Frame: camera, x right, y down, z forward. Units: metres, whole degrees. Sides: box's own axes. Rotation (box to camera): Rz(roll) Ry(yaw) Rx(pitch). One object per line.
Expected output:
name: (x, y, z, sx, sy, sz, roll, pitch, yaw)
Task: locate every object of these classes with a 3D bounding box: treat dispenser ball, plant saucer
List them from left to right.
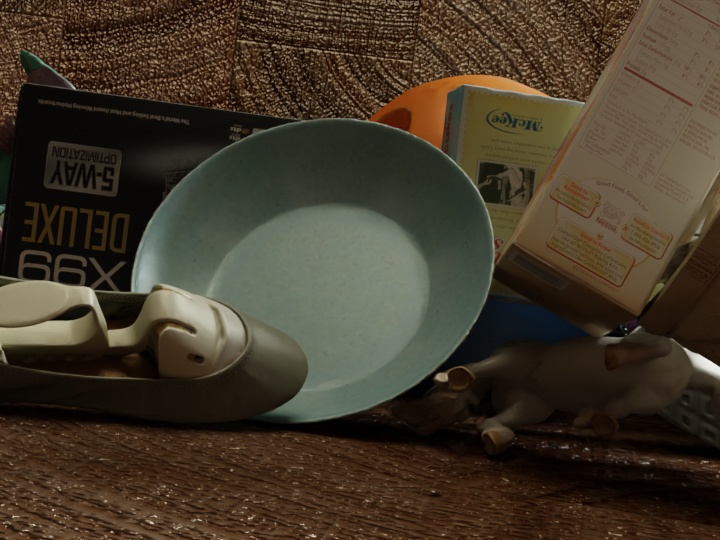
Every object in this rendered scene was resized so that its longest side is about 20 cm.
plant saucer: (-0.024, 0.005, 0.932, 0.199, 0.202, 0.039, 8, -33, 17)
treat dispenser ball: (0.073, -0.023, 1.090, 0.199, 0.203, 0.201, 7, 3, 0)

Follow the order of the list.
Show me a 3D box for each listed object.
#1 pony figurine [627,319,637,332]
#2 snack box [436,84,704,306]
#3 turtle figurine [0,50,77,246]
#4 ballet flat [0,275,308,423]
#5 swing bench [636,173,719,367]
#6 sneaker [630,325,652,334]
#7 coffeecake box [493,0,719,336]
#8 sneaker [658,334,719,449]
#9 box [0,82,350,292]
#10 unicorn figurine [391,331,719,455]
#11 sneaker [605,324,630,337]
pony figurine: (0.224, 0.001, 1.416, 0.192, 0.168, 0.199, 31, -37, -30)
snack box: (0.142, -0.033, 0.983, 0.198, 0.117, 0.037, 8, -4, -11)
turtle figurine: (-0.245, -0.035, 1.053, 0.101, 0.200, 0.150, 40, -11, -9)
ballet flat: (-0.116, 0.034, 0.822, 0.198, 0.068, 0.064, 3, -40, -16)
swing bench: (0.251, 0.021, 0.843, 0.198, 0.130, 0.200, 31, 15, 4)
sneaker: (0.240, 0.052, 1.247, 0.073, 0.080, 0.200, 5, 2, -4)
coffeecake box: (0.150, -0.074, 0.880, 0.073, 0.201, 0.154, 30, -5, 4)
sneaker: (0.251, 0.082, 1.000, 0.198, 0.075, 0.087, 14, -9, -6)
box: (-0.108, -0.018, 1.002, 0.198, 0.159, 0.050, 8, 3, -9)
unicorn figurine: (0.128, 0.061, 0.891, 0.199, 0.075, 0.137, 12, 9, 25)
sneaker: (0.165, 0.024, 1.266, 0.072, 0.113, 0.200, 6, 3, -1)
